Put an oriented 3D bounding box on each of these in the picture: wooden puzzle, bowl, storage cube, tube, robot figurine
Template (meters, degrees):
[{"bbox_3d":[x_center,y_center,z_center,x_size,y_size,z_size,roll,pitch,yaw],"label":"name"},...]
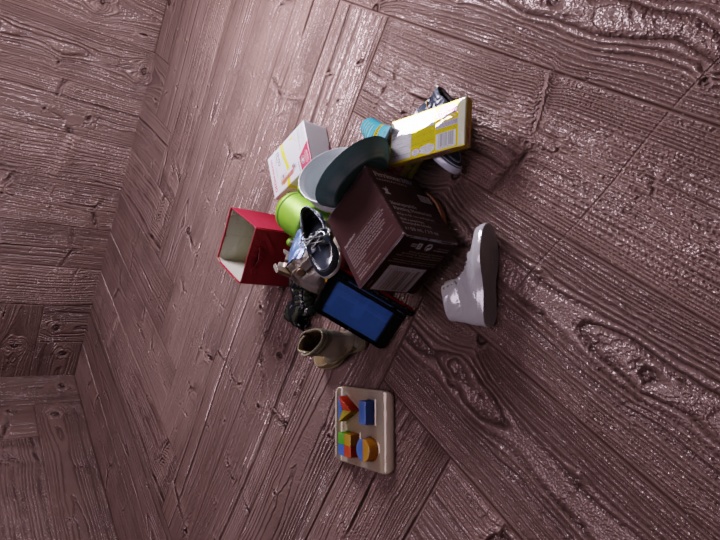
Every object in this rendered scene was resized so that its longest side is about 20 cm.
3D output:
[{"bbox_3d":[-0.002,0.378,1.320,0.199,0.046,0.187,-8,79,49],"label":"wooden puzzle"},{"bbox_3d":[-0.049,-0.211,1.387,0.199,0.091,0.203,-8,51,10],"label":"bowl"},{"bbox_3d":[-0.289,-0.066,1.614,0.200,0.179,0.172,35,112,45],"label":"storage cube"},{"bbox_3d":[0.038,-0.318,1.293,0.200,0.050,0.078,-109,39,-65],"label":"tube"},{"bbox_3d":[-0.152,-0.138,1.464,0.200,0.115,0.177,34,120,45],"label":"robot figurine"}]

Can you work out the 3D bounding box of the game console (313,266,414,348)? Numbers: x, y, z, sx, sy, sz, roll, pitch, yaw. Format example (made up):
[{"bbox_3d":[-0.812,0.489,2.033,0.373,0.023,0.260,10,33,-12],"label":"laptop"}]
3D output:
[{"bbox_3d":[0.001,0.087,1.224,0.119,0.199,0.172,-61,1,-3],"label":"game console"}]

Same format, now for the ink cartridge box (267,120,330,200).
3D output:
[{"bbox_3d":[-0.175,-0.306,1.583,0.200,0.083,0.146,-34,60,42],"label":"ink cartridge box"}]

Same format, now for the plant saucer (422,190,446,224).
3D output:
[{"bbox_3d":[0.120,-0.080,1.246,0.199,0.032,0.203,-8,79,48],"label":"plant saucer"}]

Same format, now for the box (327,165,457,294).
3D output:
[{"bbox_3d":[0.063,-0.080,1.161,0.165,0.165,0.201,-51,50,33],"label":"box"}]

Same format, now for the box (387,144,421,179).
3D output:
[{"bbox_3d":[0.085,-0.233,1.274,0.201,0.075,0.050,-58,47,26],"label":"box"}]

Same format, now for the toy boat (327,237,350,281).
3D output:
[{"bbox_3d":[0.000,0.000,1.330,0.129,0.130,0.202,8,92,21],"label":"toy boat"}]

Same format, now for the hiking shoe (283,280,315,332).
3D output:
[{"bbox_3d":[-0.149,0.076,1.518,0.100,0.075,0.202,38,127,37],"label":"hiking shoe"}]

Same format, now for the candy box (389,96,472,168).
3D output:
[{"bbox_3d":[0.142,-0.283,1.143,0.199,0.026,0.103,-5,75,45],"label":"candy box"}]

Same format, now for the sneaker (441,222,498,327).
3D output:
[{"bbox_3d":[0.210,0.008,1.096,0.115,0.073,0.202,1,87,47],"label":"sneaker"}]

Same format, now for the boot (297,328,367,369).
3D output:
[{"bbox_3d":[-0.097,0.194,1.371,0.200,0.154,0.073,-35,60,42],"label":"boot"}]

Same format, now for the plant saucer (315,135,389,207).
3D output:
[{"bbox_3d":[-0.007,-0.200,1.185,0.036,0.199,0.200,51,124,19],"label":"plant saucer"}]

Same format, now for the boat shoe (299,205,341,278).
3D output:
[{"bbox_3d":[-0.091,-0.066,1.183,0.074,0.062,0.201,-28,45,14],"label":"boat shoe"}]

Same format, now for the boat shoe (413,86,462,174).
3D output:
[{"bbox_3d":[0.180,-0.302,1.171,0.091,0.070,0.201,-49,50,36],"label":"boat shoe"}]

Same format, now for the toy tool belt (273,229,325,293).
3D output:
[{"bbox_3d":[-0.135,-0.042,1.300,0.201,0.122,0.126,-88,18,-53],"label":"toy tool belt"}]

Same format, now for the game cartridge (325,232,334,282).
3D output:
[{"bbox_3d":[-0.088,-0.080,1.492,0.200,0.032,0.177,46,120,44],"label":"game cartridge"}]
